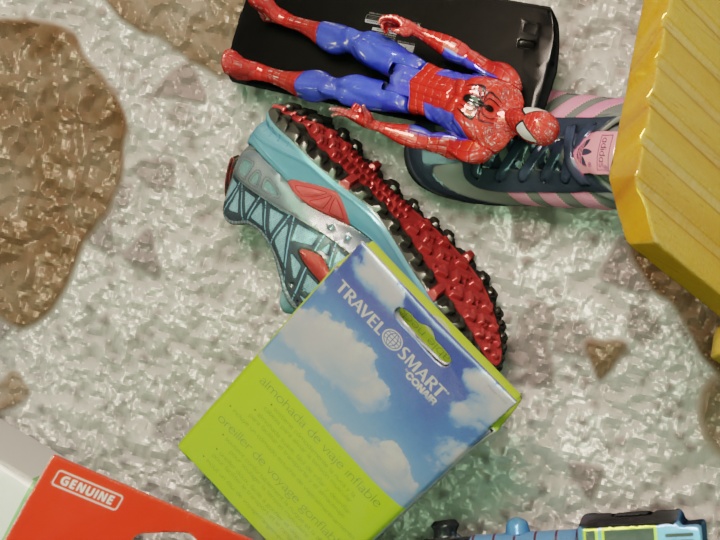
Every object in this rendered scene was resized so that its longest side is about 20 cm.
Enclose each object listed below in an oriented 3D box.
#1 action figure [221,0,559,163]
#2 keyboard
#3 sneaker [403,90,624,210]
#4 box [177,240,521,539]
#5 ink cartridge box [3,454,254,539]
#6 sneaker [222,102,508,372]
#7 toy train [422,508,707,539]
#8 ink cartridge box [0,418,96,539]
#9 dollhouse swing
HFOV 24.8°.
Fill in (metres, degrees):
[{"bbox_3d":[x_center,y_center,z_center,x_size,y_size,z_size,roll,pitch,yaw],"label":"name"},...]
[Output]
[{"bbox_3d":[0.017,-0.103,0.891,0.200,0.052,0.066,21,82,23],"label":"action figure"},{"bbox_3d":[0.024,-0.136,0.941,0.200,0.040,0.104,15,84,24],"label":"keyboard"},{"bbox_3d":[0.117,-0.068,0.902,0.199,0.082,0.070,1,92,12],"label":"sneaker"},{"bbox_3d":[-0.004,0.078,0.905,0.122,0.048,0.200,46,127,5],"label":"box"},{"bbox_3d":[-0.130,0.221,0.929,0.200,0.044,0.174,28,98,-26],"label":"ink cartridge box"},{"bbox_3d":[0.000,0.000,0.944,0.200,0.079,0.096,48,117,12],"label":"sneaker"},{"bbox_3d":[0.108,0.194,0.912,0.199,0.087,0.115,-5,81,14],"label":"toy train"},{"bbox_3d":[-0.260,0.156,0.985,0.200,0.088,0.146,28,96,8],"label":"ink cartridge box"},{"bbox_3d":[0.242,-0.058,0.786,0.181,0.176,0.200,1,63,30],"label":"dollhouse swing"}]
